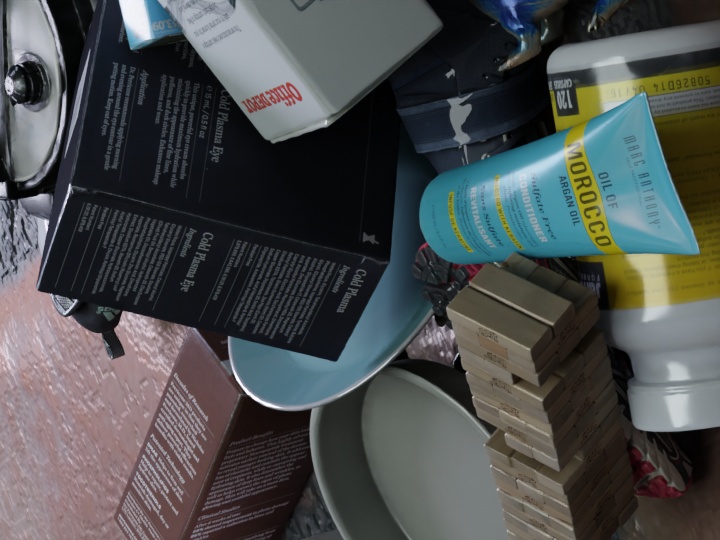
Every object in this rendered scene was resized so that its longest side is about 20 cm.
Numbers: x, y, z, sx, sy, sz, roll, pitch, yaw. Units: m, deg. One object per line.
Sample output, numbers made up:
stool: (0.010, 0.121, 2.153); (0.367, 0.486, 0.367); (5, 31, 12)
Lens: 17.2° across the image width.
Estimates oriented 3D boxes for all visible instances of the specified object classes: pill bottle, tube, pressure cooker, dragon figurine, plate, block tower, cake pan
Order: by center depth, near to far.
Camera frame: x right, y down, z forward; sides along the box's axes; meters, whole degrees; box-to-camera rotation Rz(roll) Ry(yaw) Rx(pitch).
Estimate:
tube: (0.098, -0.036, 1.167); (0.200, 0.050, 0.077); (-11, 104, 62)
dragon figurine: (0.094, -0.167, 1.203); (0.200, 0.059, 0.099); (-22, 100, 38)
pill bottle: (0.163, -0.024, 1.214); (0.112, 0.112, 0.200); (-4, 97, 53)
block tower: (0.097, 0.076, 1.227); (0.058, 0.054, 0.200); (28, 151, 31)
plate: (0.000, 0.000, 1.427); (0.200, 0.026, 0.200); (-31, 40, 30)
cake pan: (0.052, 0.137, 1.430); (0.200, 0.037, 0.200); (31, 138, 33)
pressure cooker: (-0.184, -0.143, 1.554); (0.179, 0.200, 0.176); (-45, 66, 49)

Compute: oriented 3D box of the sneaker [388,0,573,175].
sneaker: (0.097, -0.121, 1.308); (0.202, 0.077, 0.146); (-15, 101, 40)

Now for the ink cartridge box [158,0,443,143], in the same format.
ink cartridge box: (-0.062, -0.172, 1.241); (0.200, 0.083, 0.147); (53, 167, -9)

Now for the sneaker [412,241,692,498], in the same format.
sneaker: (0.119, 0.043, 1.298); (0.200, 0.075, 0.081); (52, 156, -11)

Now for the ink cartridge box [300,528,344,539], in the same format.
ink cartridge box: (-0.010, 0.262, 1.494); (0.200, 0.147, 0.083); (41, 129, 37)

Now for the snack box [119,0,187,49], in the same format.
snack box: (-0.050, -0.200, 1.362); (0.037, 0.200, 0.116); (-14, 90, 60)

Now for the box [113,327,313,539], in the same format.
box: (-0.085, 0.115, 1.586); (0.075, 0.100, 0.200); (53, 136, 28)

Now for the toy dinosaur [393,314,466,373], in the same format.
toy dinosaur: (0.047, 0.027, 1.440); (0.200, 0.047, 0.088); (26, 117, 51)

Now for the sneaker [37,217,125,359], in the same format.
sneaker: (-0.170, 0.004, 1.691); (0.200, 0.078, 0.140); (35, 129, 53)

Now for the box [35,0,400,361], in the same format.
box: (-0.077, -0.071, 1.378); (0.104, 0.182, 0.200); (116, 164, -50)
